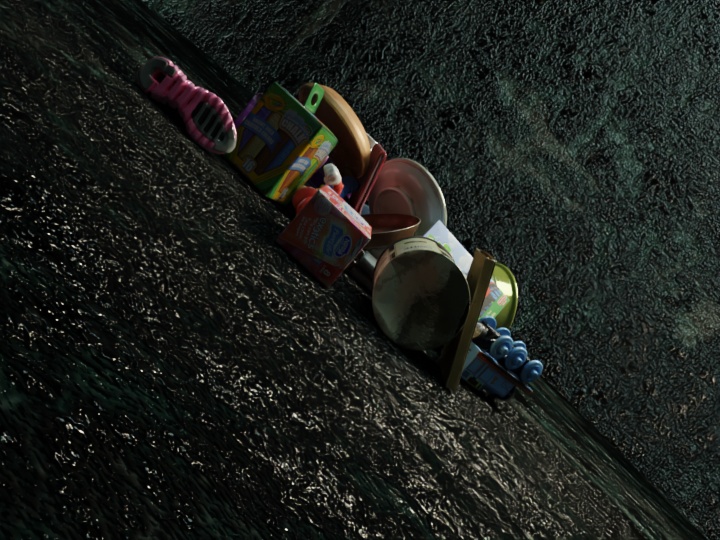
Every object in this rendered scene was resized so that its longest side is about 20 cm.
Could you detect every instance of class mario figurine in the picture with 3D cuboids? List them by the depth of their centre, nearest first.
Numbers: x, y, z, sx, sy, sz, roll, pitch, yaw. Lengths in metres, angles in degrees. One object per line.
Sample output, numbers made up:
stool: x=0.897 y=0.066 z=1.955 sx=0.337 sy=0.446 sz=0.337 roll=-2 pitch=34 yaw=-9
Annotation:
mario figurine: x=-0.073 y=-0.141 z=1.565 sx=0.104 sy=0.126 sz=0.200 roll=6 pitch=20 yaw=16

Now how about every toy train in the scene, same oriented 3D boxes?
toy train: x=0.236 y=0.163 z=1.516 sx=0.199 sy=0.114 sz=0.087 roll=37 pitch=11 yaw=-40

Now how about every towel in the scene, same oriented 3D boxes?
towel: x=0.012 y=-0.170 z=1.658 sx=0.022 sy=0.147 sz=0.200 roll=24 pitch=11 yaw=-7

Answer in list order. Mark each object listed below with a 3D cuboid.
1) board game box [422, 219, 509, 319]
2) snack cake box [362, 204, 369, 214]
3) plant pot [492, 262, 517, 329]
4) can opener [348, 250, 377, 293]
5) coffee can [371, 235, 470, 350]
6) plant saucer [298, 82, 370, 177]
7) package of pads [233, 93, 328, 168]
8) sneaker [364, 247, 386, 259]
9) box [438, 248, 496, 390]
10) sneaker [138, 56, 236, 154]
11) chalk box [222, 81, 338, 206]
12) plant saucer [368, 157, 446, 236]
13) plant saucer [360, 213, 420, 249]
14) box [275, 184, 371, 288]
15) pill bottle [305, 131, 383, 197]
board game box: x=0.159 y=0.032 z=1.571 sx=0.200 sy=0.151 sz=0.037 roll=47 pitch=-27 yaw=-1
snack cake box: x=0.016 y=-0.104 z=1.937 sx=0.198 sy=0.068 sz=0.115 roll=30 pitch=2 yaw=32
plant pot: x=0.172 y=0.048 z=1.689 sx=0.188 sy=0.202 sz=0.200 roll=23 pitch=15 yaw=-32
can opener: x=0.000 y=0.000 z=1.482 sx=0.199 sy=0.053 sz=0.067 roll=40 pitch=41 yaw=-9
coffee can: x=0.089 y=0.030 z=1.332 sx=0.146 sy=0.147 sz=0.200 roll=42 pitch=7 yaw=-4
plant saucer: x=-0.044 y=-0.268 z=1.620 sx=0.201 sy=0.037 sz=0.201 roll=49 pitch=-16 yaw=18
package of pads: x=-0.163 y=-0.241 z=1.684 sx=0.199 sy=0.121 sz=0.076 roll=37 pitch=8 yaw=-47
sneaker: x=0.026 y=-0.020 z=1.699 sx=0.200 sy=0.077 sz=0.101 roll=-149 pitch=-143 yaw=-72
box: x=0.164 y=0.070 z=1.340 sx=0.021 sy=0.204 sz=0.164 roll=16 pitch=6 yaw=0
sneaker: x=-0.272 y=-0.262 z=1.408 sx=0.200 sy=0.079 sz=0.095 roll=45 pitch=-5 yaw=8
chalk box: x=-0.125 y=-0.234 z=1.501 sx=0.124 sy=0.201 sz=0.125 roll=43 pitch=7 yaw=12
plant saucer: x=0.079 y=-0.116 z=1.690 sx=0.050 sy=0.202 sz=0.200 roll=-24 pitch=61 yaw=-42
plant saucer: x=0.014 y=-0.071 z=1.589 sx=0.200 sy=0.196 sz=0.035 roll=-113 pitch=-163 yaw=-75
box: x=-0.048 y=-0.054 z=1.263 sx=0.102 sy=0.095 sz=0.200 roll=41 pitch=7 yaw=-5
pill bottle: x=-0.044 y=-0.201 z=1.795 sx=0.112 sy=0.201 sz=0.113 roll=41 pitch=7 yaw=-6
